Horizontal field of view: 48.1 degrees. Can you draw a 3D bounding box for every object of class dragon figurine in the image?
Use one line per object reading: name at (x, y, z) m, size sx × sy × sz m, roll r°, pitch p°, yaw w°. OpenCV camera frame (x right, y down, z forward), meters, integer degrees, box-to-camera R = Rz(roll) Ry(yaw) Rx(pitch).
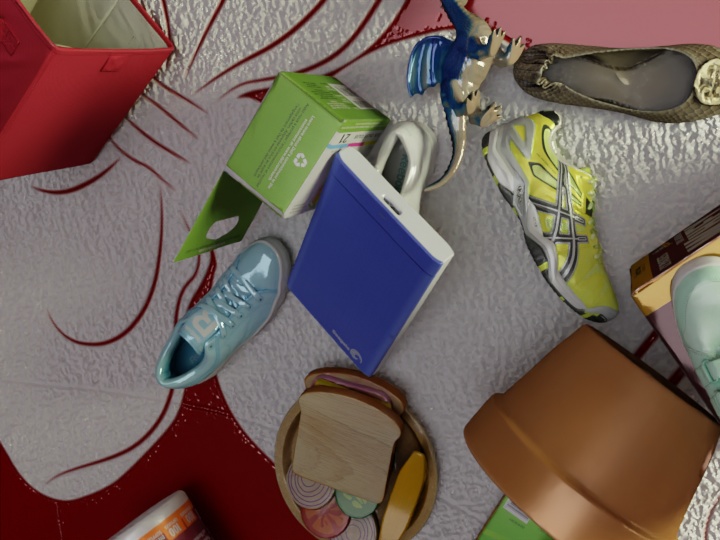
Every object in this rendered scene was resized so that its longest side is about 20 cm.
dragon figurine at (0.082, -0.177, 0.730) m, size 0.099 × 0.058 × 0.203 m, roll 30°, pitch 110°, yaw 41°

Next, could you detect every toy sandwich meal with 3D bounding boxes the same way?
toy sandwich meal at (-0.011, 0.205, 0.828) m, size 0.201 × 0.070 × 0.210 m, roll 3°, pitch 100°, yaw 18°

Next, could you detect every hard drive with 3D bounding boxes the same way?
hard drive at (0.000, 0.000, 0.749) m, size 0.132 × 0.025 × 0.201 m, roll 47°, pitch 144°, yaw 15°

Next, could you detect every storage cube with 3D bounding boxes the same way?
storage cube at (-0.330, -0.217, 0.805) m, size 0.180 × 0.200 × 0.172 m, roll -43°, pitch 85°, yaw 26°

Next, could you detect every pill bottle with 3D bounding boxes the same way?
pill bottle at (-0.191, 0.359, 0.891) m, size 0.113 × 0.114 × 0.202 m, roll -34°, pitch 87°, yaw 20°

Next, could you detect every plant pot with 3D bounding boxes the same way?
plant pot at (0.205, 0.142, 0.683) m, size 0.199 × 0.200 × 0.141 m, roll 36°, pitch 100°, yaw 10°

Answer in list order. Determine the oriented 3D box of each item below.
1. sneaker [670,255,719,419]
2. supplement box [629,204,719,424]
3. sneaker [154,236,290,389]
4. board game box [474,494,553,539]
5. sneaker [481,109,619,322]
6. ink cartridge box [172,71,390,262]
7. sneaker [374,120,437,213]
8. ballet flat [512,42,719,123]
sneaker at (0.275, 0.087, 0.544) m, size 0.073 × 0.118 × 0.203 m, roll -28°, pitch 89°, yaw 22°
supplement box at (0.353, 0.034, 0.643) m, size 0.196 × 0.133 × 0.201 m, roll -37°, pitch 87°, yaw 20°
sneaker at (-0.145, 0.053, 0.842) m, size 0.074 × 0.082 × 0.201 m, roll 38°, pitch 108°, yaw 8°
board game box at (0.153, 0.304, 0.812) m, size 0.095 × 0.030 × 0.202 m, roll 31°, pitch 105°, yaw 12°
sneaker at (0.183, -0.048, 0.719) m, size 0.076 × 0.075 × 0.202 m, roll -29°, pitch 90°, yaw 22°
ink cartridge box at (-0.071, -0.079, 0.761) m, size 0.075 × 0.148 × 0.202 m, roll 36°, pitch 109°, yaw 8°
sneaker at (0.025, -0.040, 0.766) m, size 0.074 × 0.088 × 0.204 m, roll 9°, pitch 102°, yaw 15°
ballet flat at (0.229, -0.167, 0.698) m, size 0.196 × 0.046 × 0.069 m, roll 11°, pitch 103°, yaw 17°
